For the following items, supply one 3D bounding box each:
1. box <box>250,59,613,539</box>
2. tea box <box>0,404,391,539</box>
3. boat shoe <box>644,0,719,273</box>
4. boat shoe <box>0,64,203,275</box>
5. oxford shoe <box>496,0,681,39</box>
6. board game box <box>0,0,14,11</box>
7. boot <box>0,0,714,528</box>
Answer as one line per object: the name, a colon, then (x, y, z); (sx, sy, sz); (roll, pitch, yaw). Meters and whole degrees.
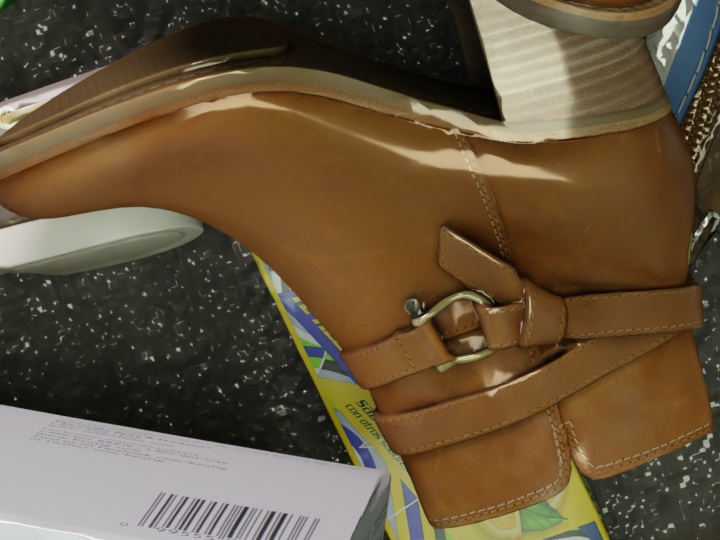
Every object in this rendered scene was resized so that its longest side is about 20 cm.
box: (0.024, 0.038, 0.832); (0.064, 0.070, 0.201); (-26, 102, 3)
tea box: (-0.108, 0.142, 0.710); (0.199, 0.134, 0.198); (9, 98, 5)
boat shoe: (0.111, -0.044, 0.813); (0.072, 0.072, 0.201); (13, 102, -4)
boat shoe: (-0.150, -0.019, 0.822); (0.199, 0.072, 0.060); (-12, 84, 8)
oxford shoe: (0.062, -0.137, 0.722); (0.071, 0.200, 0.071); (11, 131, -5)
board game box: (-0.114, -0.203, 0.793); (0.153, 0.040, 0.200); (35, 100, -7)
boot: (0.000, 0.000, 0.758); (0.199, 0.077, 0.156); (-16, 107, -2)
